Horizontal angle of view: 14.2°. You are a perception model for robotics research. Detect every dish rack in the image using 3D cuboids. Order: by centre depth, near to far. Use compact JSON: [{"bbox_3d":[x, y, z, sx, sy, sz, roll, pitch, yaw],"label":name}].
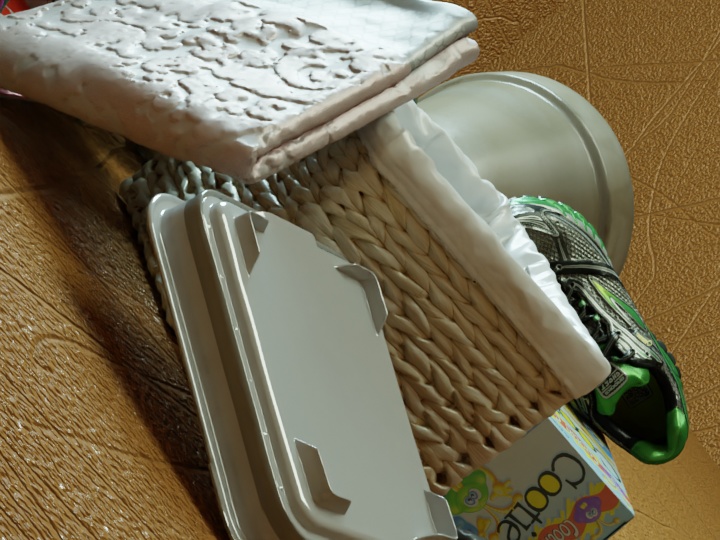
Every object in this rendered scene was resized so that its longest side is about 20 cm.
[{"bbox_3d":[-0.020,0.058,1.331,0.172,0.044,0.200,26,41,-55],"label":"dish rack"}]

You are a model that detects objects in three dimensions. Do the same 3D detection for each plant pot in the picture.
[{"bbox_3d":[0.065,-0.042,1.987,0.200,0.200,0.173,53,23,18],"label":"plant pot"}]

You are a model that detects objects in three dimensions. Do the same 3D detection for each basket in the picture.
[{"bbox_3d":[0.000,0.000,1.553,0.200,0.161,0.198,46,8,-29],"label":"basket"}]

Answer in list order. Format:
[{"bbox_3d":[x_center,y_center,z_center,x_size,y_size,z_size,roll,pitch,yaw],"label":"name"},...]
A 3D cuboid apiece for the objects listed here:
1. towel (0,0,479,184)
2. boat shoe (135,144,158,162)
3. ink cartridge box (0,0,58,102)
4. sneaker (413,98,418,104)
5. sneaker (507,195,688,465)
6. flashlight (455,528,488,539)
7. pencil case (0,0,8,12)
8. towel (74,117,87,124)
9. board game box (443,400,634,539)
[{"bbox_3d":[-0.070,-0.114,1.470,0.200,0.191,0.032,21,-54,35],"label":"towel"},{"bbox_3d":[-0.115,-0.089,1.725,0.076,0.072,0.200,28,14,-32],"label":"boat shoe"},{"bbox_3d":[-0.177,-0.167,1.580,0.173,0.044,0.200,7,41,-55],"label":"ink cartridge box"},{"bbox_3d":[-0.022,-0.059,1.781,0.067,0.200,0.090,11,50,-26],"label":"sneaker"},{"bbox_3d":[0.139,0.035,1.737,0.200,0.078,0.085,47,8,-22],"label":"sneaker"},{"bbox_3d":[0.070,0.176,1.472,0.068,0.068,0.200,50,8,22],"label":"flashlight"},{"bbox_3d":[-0.186,-0.201,1.414,0.085,0.092,0.200,94,7,-46],"label":"pencil case"},{"bbox_3d":[-0.112,-0.139,1.699,0.200,0.037,0.148,0,41,-31],"label":"towel"},{"bbox_3d":[0.082,0.113,1.714,0.103,0.105,0.200,49,6,-10],"label":"board game box"}]
